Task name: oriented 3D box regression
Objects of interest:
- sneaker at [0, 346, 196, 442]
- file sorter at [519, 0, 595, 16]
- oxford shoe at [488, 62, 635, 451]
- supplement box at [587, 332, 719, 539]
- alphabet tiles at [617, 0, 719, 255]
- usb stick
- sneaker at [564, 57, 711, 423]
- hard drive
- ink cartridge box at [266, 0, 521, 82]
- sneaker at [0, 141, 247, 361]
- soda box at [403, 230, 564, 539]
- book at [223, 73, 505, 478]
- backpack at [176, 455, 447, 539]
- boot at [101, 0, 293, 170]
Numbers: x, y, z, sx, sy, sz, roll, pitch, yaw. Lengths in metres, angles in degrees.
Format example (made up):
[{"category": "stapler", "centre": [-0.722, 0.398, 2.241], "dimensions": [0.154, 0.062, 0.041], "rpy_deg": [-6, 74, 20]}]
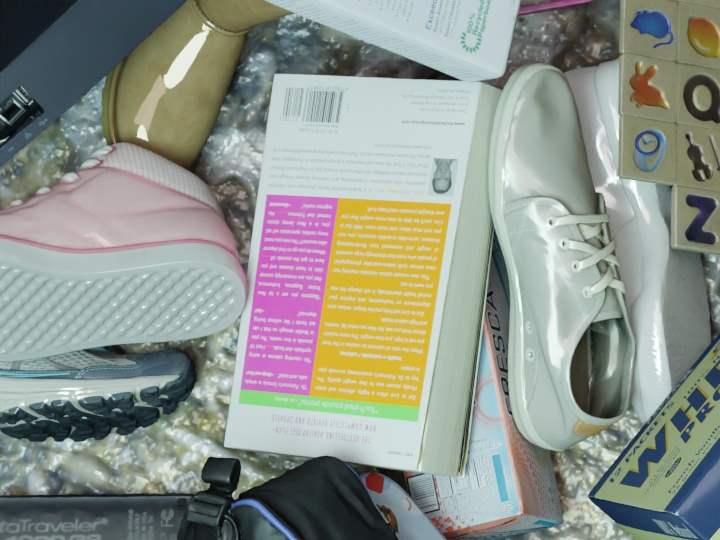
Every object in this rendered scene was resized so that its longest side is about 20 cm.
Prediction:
[{"category": "sneaker", "centre": [-0.188, 0.045, 1.571], "dimensions": [0.199, 0.078, 0.087], "rpy_deg": [-3, 74, 5]}, {"category": "file sorter", "centre": [0.066, -0.245, 1.577], "dimensions": [0.125, 0.139, 0.201], "rpy_deg": [-10, 77, 2]}, {"category": "oxford shoe", "centre": [0.108, -0.007, 1.493], "dimensions": [0.058, 0.075, 0.201], "rpy_deg": [-2, 94, 46]}, {"category": "supplement box", "centre": [0.244, 0.126, 1.420], "dimensions": [0.200, 0.200, 0.134], "rpy_deg": [40, 83, -4]}, {"category": "alphabet tiles", "centre": [0.211, -0.103, 1.555], "dimensions": [0.166, 0.006, 0.201], "rpy_deg": [7, 77, -23]}, {"category": "usb stick", "centre": [-0.178, 0.148, 1.569], "dimensions": [0.199, 0.033, 0.056], "rpy_deg": [-1, 70, 6]}, {"category": "sneaker", "centre": [0.131, -0.009, 1.561], "dimensions": [0.088, 0.075, 0.201], "rpy_deg": [-13, 79, 24]}, {"category": "hard drive", "centre": [-0.138, -0.153, 1.554], "dimensions": [0.200, 0.135, 0.042], "rpy_deg": [-40, 116, 22]}, {"category": "ink cartridge box", "centre": [0.004, -0.217, 1.434], "dimensions": [0.199, 0.043, 0.197], "rpy_deg": [20, 76, -27]}, {"category": "sneaker", "centre": [-0.163, -0.013, 1.545], "dimensions": [0.199, 0.076, 0.105], "rpy_deg": [-2, 41, -8]}, {"category": "soda box", "centre": [0.051, 0.044, 1.543], "dimensions": [0.063, 0.068, 0.201], "rpy_deg": [-15, 76, 20]}, {"category": "book", "centre": [0.000, 0.000, 1.511], "dimensions": [0.133, 0.048, 0.201], "rpy_deg": [5, 85, 33]}, {"category": "backpack", "centre": [-0.024, 0.206, 1.469], "dimensions": [0.200, 0.154, 0.191], "rpy_deg": [53, 126, 17]}, {"category": "boot", "centre": [-0.061, -0.138, 1.533], "dimensions": [0.066, 0.200, 0.176], "rpy_deg": [19, 78, -24]}]
